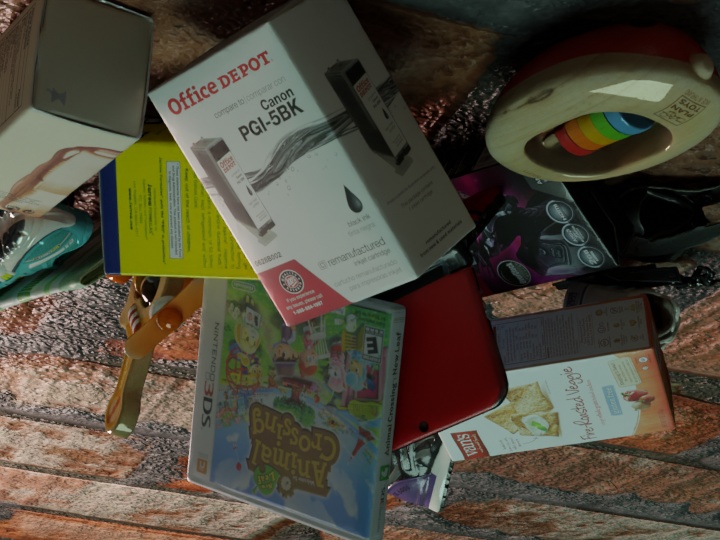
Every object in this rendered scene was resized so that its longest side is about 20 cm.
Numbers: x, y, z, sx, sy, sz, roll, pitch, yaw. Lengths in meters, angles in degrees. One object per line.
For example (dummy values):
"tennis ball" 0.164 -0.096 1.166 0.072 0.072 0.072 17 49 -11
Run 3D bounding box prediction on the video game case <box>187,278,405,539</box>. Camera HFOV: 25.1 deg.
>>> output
"video game case" -0.054 0.099 1.248 0.199 0.183 0.022 13 -169 39

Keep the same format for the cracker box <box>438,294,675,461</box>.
"cracker box" 0.155 0.094 1.355 0.199 0.058 0.134 -10 143 14

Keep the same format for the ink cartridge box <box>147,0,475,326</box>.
"ink cartridge box" -0.036 -0.078 1.127 0.146 0.083 0.201 -22 103 45

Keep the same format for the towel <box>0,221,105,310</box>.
"towel" -0.267 -0.007 1.486 0.199 0.153 0.023 -14 111 43

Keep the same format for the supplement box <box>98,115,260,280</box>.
"supplement box" -0.094 -0.059 1.272 0.199 0.110 0.109 2 -164 8

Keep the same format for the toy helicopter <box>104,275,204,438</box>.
"toy helicopter" -0.202 0.063 1.547 0.079 0.201 0.132 18 173 -30

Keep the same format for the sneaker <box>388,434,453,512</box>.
"sneaker" 0.052 0.139 1.504 0.087 0.076 0.201 14 123 5

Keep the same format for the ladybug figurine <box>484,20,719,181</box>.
"ladybug figurine" 0.173 -0.122 1.146 0.135 0.072 0.200 21 155 -35

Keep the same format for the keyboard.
"keyboard" 0.254 0.007 1.472 0.126 0.021 0.200 2 178 -5

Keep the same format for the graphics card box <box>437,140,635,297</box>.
"graphics card box" 0.111 -0.043 1.335 0.199 0.051 0.126 -14 122 41

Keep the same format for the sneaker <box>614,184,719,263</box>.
"sneaker" 0.221 -0.041 1.370 0.199 0.060 0.104 -1 165 -2

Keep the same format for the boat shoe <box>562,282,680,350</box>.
"boat shoe" 0.248 0.046 1.428 0.070 0.071 0.200 3 171 31

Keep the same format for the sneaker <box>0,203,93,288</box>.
"sneaker" -0.298 -0.014 1.420 0.079 0.078 0.200 7 164 -30

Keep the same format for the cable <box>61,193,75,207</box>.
"cable" -0.336 -0.065 1.451 0.162 0.051 0.200 2 161 4

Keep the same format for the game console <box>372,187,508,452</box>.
"game console" 0.036 0.048 1.265 0.199 0.172 0.119 -26 102 32

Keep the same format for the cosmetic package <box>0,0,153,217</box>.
"cosmetic package" -0.237 -0.121 1.209 0.087 0.104 0.200 15 159 -28
